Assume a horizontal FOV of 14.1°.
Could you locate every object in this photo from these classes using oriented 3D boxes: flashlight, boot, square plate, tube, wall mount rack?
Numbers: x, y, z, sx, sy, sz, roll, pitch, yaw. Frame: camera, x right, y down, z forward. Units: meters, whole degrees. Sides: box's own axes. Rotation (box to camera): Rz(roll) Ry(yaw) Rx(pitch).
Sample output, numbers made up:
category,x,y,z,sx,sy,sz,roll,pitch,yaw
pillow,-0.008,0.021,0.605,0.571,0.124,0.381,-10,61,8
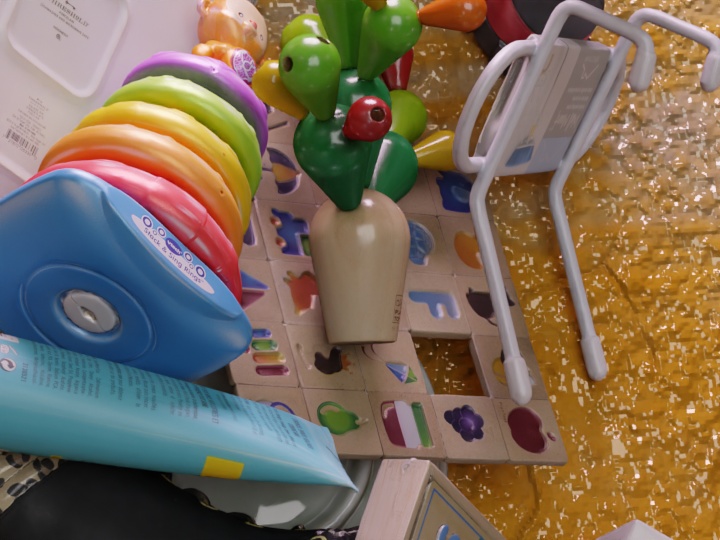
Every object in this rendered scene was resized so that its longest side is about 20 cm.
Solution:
category,x,y,z,sx,sy,sz,roll,pitch,yaw
flashlight,0.105,-0.148,1.352,0.068,0.200,0.068,-30,86,-21
boot,-0.066,0.107,1.250,0.203,0.074,0.154,-28,67,-38
square plate,-0.136,-0.108,1.297,0.200,0.028,0.199,37,63,-34
tube,-0.101,0.058,1.201,0.199,0.077,0.051,11,109,-14
wall mount rack,0.098,-0.036,1.342,0.074,0.200,0.175,28,103,19

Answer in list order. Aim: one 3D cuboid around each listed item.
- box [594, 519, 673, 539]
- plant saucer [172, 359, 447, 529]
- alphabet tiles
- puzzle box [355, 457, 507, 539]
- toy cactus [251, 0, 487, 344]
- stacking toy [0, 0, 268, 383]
category,x,y,z,sx,sy,sz,roll,pitch,yaw
box,0.121,0.234,1.309,0.124,0.097,0.201,29,69,-6
plant saucer,-0.051,0.081,1.329,0.199,0.050,0.201,4,75,-14
alphabet tiles,0.000,0.000,1.339,0.166,0.008,0.201,4,54,-31
puzzle box,0.022,0.195,1.203,0.133,0.025,0.201,46,53,-43
toy cactus,0.007,-0.051,1.299,0.102,0.200,0.166,-2,86,2
stacking toy,-0.080,-0.050,1.272,0.116,0.110,0.200,44,46,-21
